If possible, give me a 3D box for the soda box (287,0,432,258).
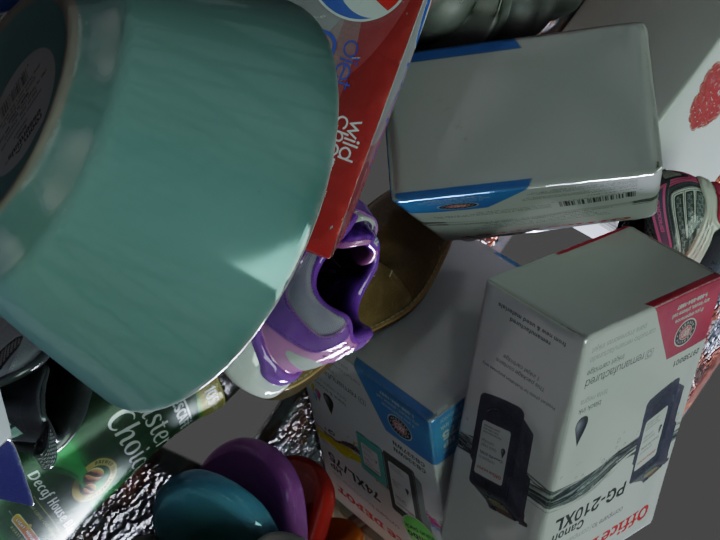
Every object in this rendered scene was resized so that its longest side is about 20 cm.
[{"bbox_3d":[-0.009,-0.112,0.643,0.063,0.070,0.201,-68,179,-80],"label":"soda box"}]

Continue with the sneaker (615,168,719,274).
[{"bbox_3d":[0.193,0.017,0.933,0.074,0.081,0.201,15,117,-9],"label":"sneaker"}]

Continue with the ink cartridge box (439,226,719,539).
[{"bbox_3d":[0.139,0.091,0.852,0.144,0.084,0.201,-19,128,-39],"label":"ink cartridge box"}]

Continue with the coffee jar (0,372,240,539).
[{"bbox_3d":[-0.154,0.076,0.758,0.200,0.085,0.105,-41,141,-20],"label":"coffee jar"}]

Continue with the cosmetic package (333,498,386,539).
[{"bbox_3d":[0.065,0.250,1.034,0.103,0.199,0.088,-18,128,-41],"label":"cosmetic package"}]

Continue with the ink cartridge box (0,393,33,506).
[{"bbox_3d":[-0.244,0.021,0.535,0.047,0.196,0.201,-63,157,-51],"label":"ink cartridge box"}]

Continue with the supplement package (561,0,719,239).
[{"bbox_3d":[0.213,-0.128,0.985,0.201,0.120,0.121,-53,142,-4],"label":"supplement package"}]

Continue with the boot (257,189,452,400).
[{"bbox_3d":[0.000,0.000,0.861,0.200,0.073,0.076,-44,166,-26],"label":"boot"}]

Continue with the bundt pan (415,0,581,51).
[{"bbox_3d":[0.063,-0.214,0.722,0.200,0.076,0.204,-3,96,-26],"label":"bundt pan"}]

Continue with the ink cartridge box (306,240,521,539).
[{"bbox_3d":[0.061,0.098,0.962,0.146,0.146,0.201,-36,138,-25],"label":"ink cartridge box"}]

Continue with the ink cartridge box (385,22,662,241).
[{"bbox_3d":[0.102,-0.074,0.785,0.200,0.145,0.085,20,64,-78],"label":"ink cartridge box"}]

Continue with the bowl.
[{"bbox_3d":[-0.113,-0.049,0.576,0.105,0.201,0.202,23,99,-36],"label":"bowl"}]

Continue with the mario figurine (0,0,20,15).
[{"bbox_3d":[-0.117,-0.169,0.651,0.199,0.107,0.123,-10,160,-32],"label":"mario figurine"}]

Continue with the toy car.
[{"bbox_3d":[-0.071,0.192,0.899,0.200,0.174,0.151,25,63,-52],"label":"toy car"}]

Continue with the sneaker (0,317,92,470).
[{"bbox_3d":[-0.200,0.068,0.654,0.200,0.140,0.078,-41,141,-20],"label":"sneaker"}]

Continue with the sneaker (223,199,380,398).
[{"bbox_3d":[-0.028,-0.030,0.755,0.080,0.088,0.202,28,56,-52],"label":"sneaker"}]
